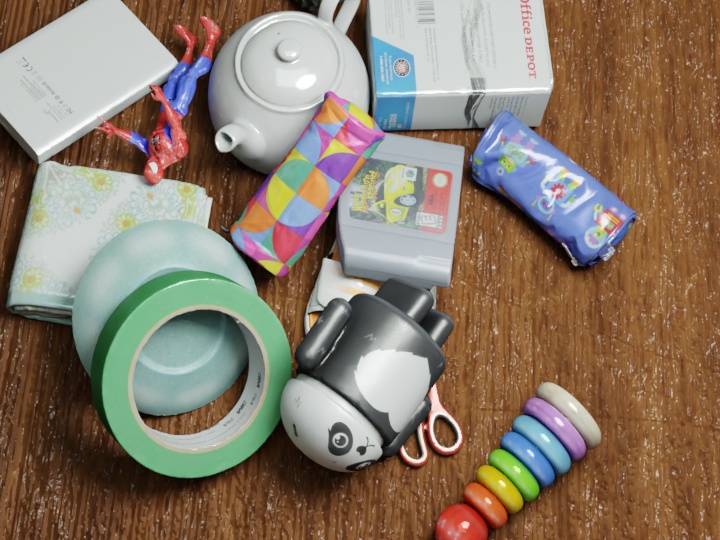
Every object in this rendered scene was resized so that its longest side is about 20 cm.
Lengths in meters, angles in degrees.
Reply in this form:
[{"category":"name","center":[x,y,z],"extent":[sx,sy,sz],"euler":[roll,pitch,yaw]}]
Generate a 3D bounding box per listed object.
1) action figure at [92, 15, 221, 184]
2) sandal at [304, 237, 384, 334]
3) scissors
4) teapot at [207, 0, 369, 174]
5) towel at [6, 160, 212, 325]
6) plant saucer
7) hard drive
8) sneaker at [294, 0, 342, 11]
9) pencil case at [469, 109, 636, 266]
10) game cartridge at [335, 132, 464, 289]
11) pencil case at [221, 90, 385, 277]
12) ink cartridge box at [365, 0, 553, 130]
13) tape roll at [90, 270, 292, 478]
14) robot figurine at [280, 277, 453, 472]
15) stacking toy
[{"category":"action figure","center":[-0.220,-0.194,1.528],"extent":[0.065,0.099,0.202],"euler":[-10,60,39]},{"category":"sandal","center":[-0.008,-0.003,1.508],"extent":[0.078,0.059,0.209],"euler":[14,69,1]},{"category":"scissors","center":[0.062,0.107,1.493],"extent":[0.072,0.014,0.203],"euler":[-7,71,-4]},{"category":"teapot","center":[-0.075,-0.212,1.540],"extent":[0.195,0.146,0.202],"euler":[-9,69,-8]},{"category":"towel","center":[-0.266,-0.022,1.508],"extent":[0.197,0.048,0.173],"euler":[9,66,0]},{"category":"plant saucer","center":[-0.192,0.050,1.436],"extent":[0.198,0.039,0.204],"euler":[-2,95,-22]},{"category":"hard drive","center":[-0.321,-0.220,1.575],"extent":[0.199,0.026,0.132],"euler":[-38,75,-26]},{"category":"sneaker","center":[-0.075,-0.383,1.658],"extent":[0.095,0.080,0.200],"euler":[-29,69,-39]},{"category":"pencil case","center":[0.207,-0.086,1.545],"extent":[0.200,0.078,0.087],"euler":[41,90,11]},{"category":"game cartridge","center":[0.041,-0.071,1.518],"extent":[0.131,0.041,0.202],"euler":[6,48,3]},{"category":"pencil case","center":[-0.059,-0.089,1.477],"extent":[0.088,0.088,0.201],"euler":[41,103,12]},{"category":"ink cartridge box","center":[0.108,-0.242,1.594],"extent":[0.197,0.084,0.147],"euler":[-2,65,-4]},{"category":"tape roll","center":[-0.167,0.104,1.403],"extent":[0.198,0.048,0.203],"euler":[-5,101,-25]},{"category":"robot figurine","center":[0.008,0.106,1.410],"extent":[0.150,0.125,0.201],"euler":[38,75,2]},{"category":"stacking toy","center":[0.150,0.210,1.431],"extent":[0.200,0.085,0.085],"euler":[-43,77,-11]}]
